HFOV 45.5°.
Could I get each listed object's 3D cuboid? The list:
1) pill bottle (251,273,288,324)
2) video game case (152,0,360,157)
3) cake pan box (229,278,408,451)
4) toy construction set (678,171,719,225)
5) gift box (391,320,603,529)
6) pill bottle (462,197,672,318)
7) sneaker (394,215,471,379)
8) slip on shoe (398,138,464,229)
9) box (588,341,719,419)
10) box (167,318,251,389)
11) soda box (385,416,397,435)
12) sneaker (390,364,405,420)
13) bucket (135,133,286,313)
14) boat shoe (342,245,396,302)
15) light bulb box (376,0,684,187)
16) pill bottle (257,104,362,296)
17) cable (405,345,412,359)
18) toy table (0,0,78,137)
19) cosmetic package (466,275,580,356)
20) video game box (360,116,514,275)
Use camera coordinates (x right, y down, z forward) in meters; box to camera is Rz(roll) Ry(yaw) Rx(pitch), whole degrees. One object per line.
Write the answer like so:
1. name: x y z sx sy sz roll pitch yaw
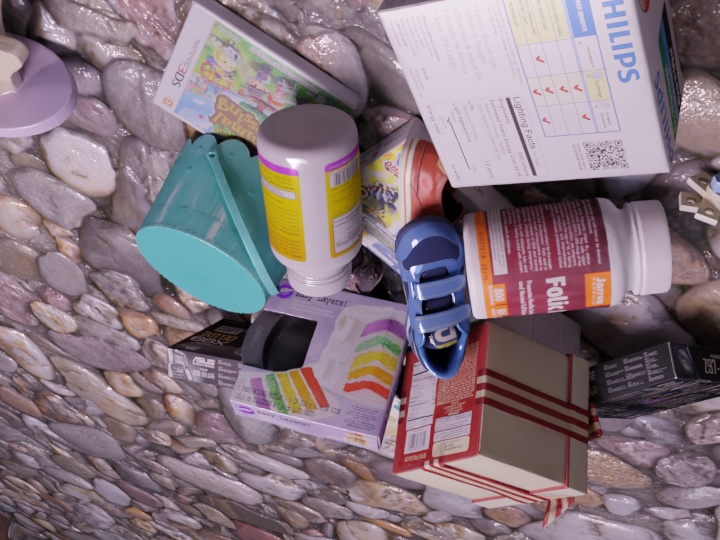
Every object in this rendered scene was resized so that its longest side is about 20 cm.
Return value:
1. pill bottle: -0.050 0.090 1.229 0.200 0.104 0.104 36 144 -19
2. video game case: -0.123 -0.192 0.967 0.200 0.022 0.182 31 145 -11
3. cake pan box: -0.047 0.111 1.076 0.200 0.184 0.052 13 149 12
4. toy construction set: 0.364 -0.093 0.753 0.131 0.092 0.200 -3 152 -4
5. gift box: 0.158 0.194 1.016 0.187 0.200 0.184 23 155 -27
6. pill bottle: 0.212 -0.014 0.894 0.200 0.114 0.114 -6 139 9
7. sneaker: 0.082 0.031 0.905 0.074 0.082 0.200 -12 130 -1
8. slip on shoe: 0.079 -0.053 0.919 0.061 0.074 0.200 8 137 15
9. box: 0.351 0.141 1.054 0.160 0.044 0.200 9 156 -32
10. box: -0.167 0.131 1.308 0.200 0.158 0.050 8 106 23
11. soda box: 0.077 0.218 1.362 0.200 0.064 0.068 -9 134 38
12. sneaker: 0.006 0.144 1.163 0.200 0.070 0.093 35 139 0
13. bucket: -0.166 -0.050 1.061 0.207 0.135 0.207 21 153 11
14. boat shoe: 0.000 0.000 1.115 0.065 0.072 0.200 1 144 21
15. light bulb box: 0.153 -0.185 0.725 0.200 0.125 0.198 -1 138 30
16. pill bottle: -0.051 -0.070 0.933 0.104 0.104 0.200 12 132 17
17. cable: 0.133 0.156 1.142 0.200 0.163 0.051 24 160 -28
18. toy table: -0.433 -0.240 0.971 0.200 0.184 0.117 7 160 9
19. cosmetic package: 0.173 0.072 1.063 0.200 0.071 0.101 29 146 -32
20. video game box: 0.071 -0.066 1.004 0.200 0.047 0.182 38 140 -21
